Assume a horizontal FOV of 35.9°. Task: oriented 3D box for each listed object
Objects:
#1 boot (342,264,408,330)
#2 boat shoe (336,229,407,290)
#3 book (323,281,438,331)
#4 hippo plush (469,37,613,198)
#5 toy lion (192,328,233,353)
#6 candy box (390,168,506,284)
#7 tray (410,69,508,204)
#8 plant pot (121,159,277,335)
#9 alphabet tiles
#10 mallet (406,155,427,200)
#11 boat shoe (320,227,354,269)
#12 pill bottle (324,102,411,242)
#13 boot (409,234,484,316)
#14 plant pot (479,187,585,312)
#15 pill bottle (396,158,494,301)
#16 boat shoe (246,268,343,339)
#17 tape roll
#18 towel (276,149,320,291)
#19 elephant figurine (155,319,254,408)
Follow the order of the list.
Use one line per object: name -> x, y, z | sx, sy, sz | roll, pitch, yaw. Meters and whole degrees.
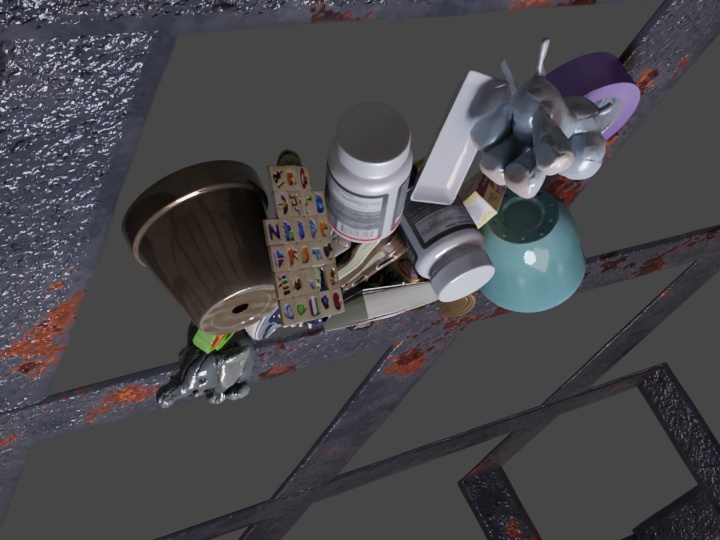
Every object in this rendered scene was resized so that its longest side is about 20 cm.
boot -> 0.002, 0.040, 1.931 | 0.168, 0.077, 0.200 | -44, 159, 25
boat shoe -> -0.002, 0.004, 1.708 | 0.202, 0.075, 0.075 | -43, -170, 44
book -> 0.033, 0.059, 1.788 | 0.133, 0.048, 0.200 | -11, 173, -23
hippo plush -> 0.261, -0.198, 1.576 | 0.161, 0.201, 0.159 | 1, 168, -45
toy lion -> -0.187, 0.054, 1.640 | 0.192, 0.069, 0.200 | -53, 177, -39
candy box -> 0.144, -0.074, 1.818 | 0.200, 0.055, 0.115 | -41, -171, 29
tray -> 0.136, -0.189, 1.586 | 0.107, 0.022, 0.200 | 3, 117, -51
plant pot -> -0.191, -0.018, 1.463 | 0.200, 0.174, 0.200 | -23, 156, -11
alphabet tiles -> -0.076, -0.036, 1.428 | 0.008, 0.201, 0.167 | -11, 180, 26
mallet -> 0.118, -0.187, 1.652 | 0.200, 0.066, 0.041 | -40, 161, -11
boat shoe -> -0.052, -0.051, 1.704 | 0.200, 0.076, 0.072 | -45, -174, 23
pill bottle -> 0.010, -0.132, 1.508 | 0.114, 0.114, 0.200 | -22, 157, -15
boot -> 0.160, -0.003, 1.831 | 0.155, 0.074, 0.200 | -47, -160, -21
plant pot -> 0.285, -0.053, 1.927 | 0.200, 0.201, 0.161 | -27, 146, -4
pill bottle -> 0.116, -0.060, 1.690 | 0.114, 0.200, 0.114 | -24, 157, -11
boat shoe -> -0.098, 0.063, 1.645 | 0.075, 0.093, 0.200 | -43, 171, -40
tape roll -> 0.330, -0.246, 1.723 | 0.200, 0.066, 0.200 | -23, 157, -11
towel -> -0.082, -0.048, 1.505 | 0.036, 0.201, 0.148 | -6, 160, 8
elephant figurine -> -0.241, 0.146, 1.790 | 0.141, 0.156, 0.200 | -7, 167, 5
